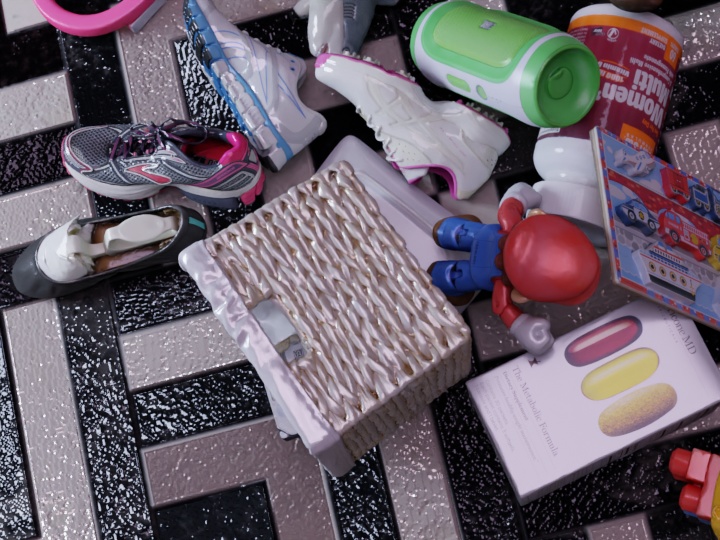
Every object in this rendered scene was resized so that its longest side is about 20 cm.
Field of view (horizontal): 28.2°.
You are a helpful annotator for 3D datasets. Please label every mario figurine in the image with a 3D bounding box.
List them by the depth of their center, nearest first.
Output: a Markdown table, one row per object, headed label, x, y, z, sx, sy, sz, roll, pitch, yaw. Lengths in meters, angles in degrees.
| label | x | y | z | sx | sy | sz | roll | pitch | yaw |
| --- | --- | --- | --- | --- | --- | --- | --- | --- | --- |
| mario figurine | 0.143 | -0.002 | 1.235 | 0.105 | 0.200 | 0.124 | -27 | 106 | -24 |

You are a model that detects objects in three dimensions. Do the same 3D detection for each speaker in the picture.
| label | x | y | z | sx | sy | sz | roll | pitch | yaw |
| --- | --- | --- | --- | --- | --- | --- | --- | --- | --- |
| speaker | 0.127 | -0.189 | 1.295 | 0.089 | 0.088 | 0.200 | -50 | 36 | -5 |

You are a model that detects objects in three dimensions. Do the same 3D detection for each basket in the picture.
| label | x | y | z | sx | sy | sz | roll | pitch | yaw |
| --- | --- | --- | --- | --- | --- | --- | --- | --- | --- |
| basket | -0.021 | 0.041 | 1.186 | 0.160 | 0.200 | 0.199 | -35 | 77 | -3 |

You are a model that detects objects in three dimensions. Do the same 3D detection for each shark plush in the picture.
| label | x | y | z | sx | sy | sz | roll | pitch | yaw |
| --- | --- | --- | --- | --- | --- | --- | --- | --- | --- |
| shark plush | 0.010 | -0.282 | 1.412 | 0.083 | 0.091 | 0.200 | 42 | 64 | -6 |

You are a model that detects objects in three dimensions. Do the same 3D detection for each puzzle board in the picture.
| label | x | y | z | sx | sy | sz | roll | pitch | yaw |
| --- | --- | --- | --- | --- | --- | --- | --- | --- | --- |
| puzzle board | 0.277 | -0.029 | 1.237 | 0.017 | 0.199 | 0.152 | -32 | 50 | 40 |

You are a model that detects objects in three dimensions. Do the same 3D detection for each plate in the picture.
| label | x | y | z | sx | sy | sz | roll | pitch | yaw |
| --- | --- | --- | --- | --- | --- | --- | --- | --- | --- |
| plate | 0.000 | 0.000 | 1.347 | 0.199 | 0.032 | 0.200 | 39 | 85 | 13 |

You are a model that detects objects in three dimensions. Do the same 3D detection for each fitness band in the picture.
| label | x | y | z | sx | sy | sz | roll | pitch | yaw |
| --- | --- | --- | --- | --- | --- | --- | --- | --- | --- |
| fitness band | -0.247 | -0.324 | 1.446 | 0.143 | 0.037 | 0.200 | 38 | 83 | 13 |

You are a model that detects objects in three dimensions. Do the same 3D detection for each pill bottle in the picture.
| label | x | y | z | sx | sy | sz | roll | pitch | yaw |
| --- | --- | --- | --- | --- | --- | --- | --- | --- | --- |
| pill bottle | 0.220 | -0.131 | 1.309 | 0.109 | 0.110 | 0.202 | 15 | 79 | 10 |

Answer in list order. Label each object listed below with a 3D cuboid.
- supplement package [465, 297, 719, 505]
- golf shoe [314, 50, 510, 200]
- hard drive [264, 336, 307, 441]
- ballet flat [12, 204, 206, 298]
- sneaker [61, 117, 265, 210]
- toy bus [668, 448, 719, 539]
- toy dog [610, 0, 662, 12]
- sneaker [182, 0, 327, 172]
| label | x | y | z | sx | sy | sz | roll | pitch | yaw |
| --- | --- | --- | --- | --- | --- | --- | --- | --- | --- |
| supplement package | 0.205 | 0.111 | 1.257 | 0.199 | 0.110 | 0.114 | -26 | 76 | 0 |
| golf shoe | 0.039 | -0.136 | 1.344 | 0.199 | 0.075 | 0.092 | 26 | 92 | 3 |
| hard drive | -0.035 | 0.039 | 1.308 | 0.138 | 0.038 | 0.202 | -18 | 77 | 4 |
| ballet flat | -0.246 | -0.027 | 1.364 | 0.198 | 0.068 | 0.069 | -17 | 75 | 3 |
| sneaker | -0.190 | -0.115 | 1.366 | 0.198 | 0.075 | 0.081 | 5 | 63 | 10 |
| toy bus | 0.346 | 0.192 | 1.184 | 0.190 | 0.200 | 0.137 | 17 | 79 | 18 |
| toy dog | 0.271 | -0.311 | 1.286 | 0.192 | 0.200 | 0.141 | 6 | 115 | 22 |
| sneaker | -0.101 | -0.196 | 1.391 | 0.086 | 0.075 | 0.201 | -30 | 81 | -11 |
